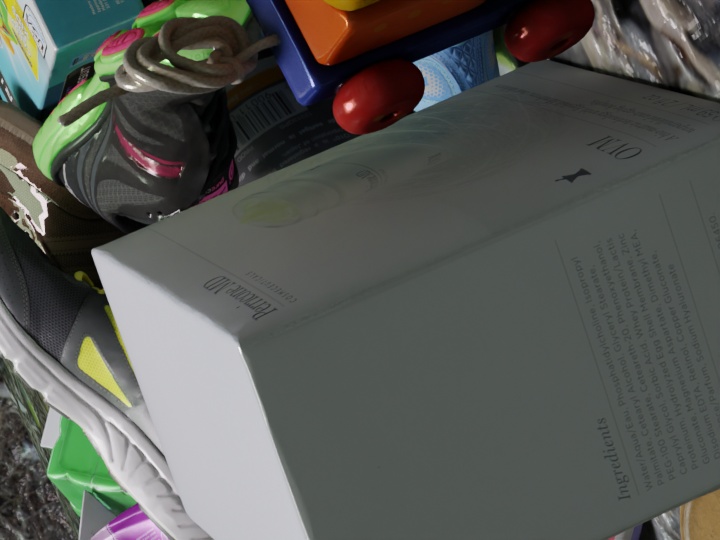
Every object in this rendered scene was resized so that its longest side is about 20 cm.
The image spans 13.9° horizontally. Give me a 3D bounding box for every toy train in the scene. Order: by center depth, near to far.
[{"bbox_3d":[-0.004,-0.102,0.989,0.085,0.200,0.116,63,162,12],"label":"toy train"}]

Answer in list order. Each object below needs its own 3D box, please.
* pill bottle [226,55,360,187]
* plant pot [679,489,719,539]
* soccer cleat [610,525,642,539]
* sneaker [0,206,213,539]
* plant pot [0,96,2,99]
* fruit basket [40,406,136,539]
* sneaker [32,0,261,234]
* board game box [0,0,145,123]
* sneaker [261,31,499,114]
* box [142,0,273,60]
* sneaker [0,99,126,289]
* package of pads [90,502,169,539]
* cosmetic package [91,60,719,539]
[{"bbox_3d":[0.000,0.000,1.315,0.200,0.116,0.116,54,162,41],"label":"pill bottle"},{"bbox_3d":[0.172,0.144,1.106,0.200,0.027,0.200,59,164,28],"label":"plant pot"},{"bbox_3d":[0.062,0.095,1.353,0.200,0.067,0.077,46,116,48],"label":"soccer cleat"},{"bbox_3d":[-0.099,0.038,1.321,0.200,0.085,0.074,48,-177,2],"label":"sneaker"},{"bbox_3d":[-0.226,-0.219,1.667,0.200,0.200,0.178,56,153,36],"label":"plant pot"},{"bbox_3d":[-0.095,0.084,1.610,0.200,0.094,0.186,33,-111,-69],"label":"fruit basket"},{"bbox_3d":[-0.076,-0.068,1.260,0.084,0.077,0.200,48,156,-1],"label":"sneaker"},{"bbox_3d":[-0.161,-0.151,1.369,0.151,0.047,0.200,65,166,6],"label":"board game box"},{"bbox_3d":[0.001,-0.094,1.239,0.090,0.078,0.200,66,167,-17],"label":"sneaker"},{"bbox_3d":[-0.097,-0.188,1.387,0.148,0.104,0.200,53,162,41],"label":"box"},{"bbox_3d":[-0.126,0.004,1.376,0.200,0.076,0.070,43,169,4],"label":"sneaker"},{"bbox_3d":[-0.044,0.124,1.437,0.076,0.120,0.200,58,-165,7],"label":"package of pads"},{"bbox_3d":[0.033,0.022,1.050,0.123,0.200,0.199,69,165,-16],"label":"cosmetic package"}]
